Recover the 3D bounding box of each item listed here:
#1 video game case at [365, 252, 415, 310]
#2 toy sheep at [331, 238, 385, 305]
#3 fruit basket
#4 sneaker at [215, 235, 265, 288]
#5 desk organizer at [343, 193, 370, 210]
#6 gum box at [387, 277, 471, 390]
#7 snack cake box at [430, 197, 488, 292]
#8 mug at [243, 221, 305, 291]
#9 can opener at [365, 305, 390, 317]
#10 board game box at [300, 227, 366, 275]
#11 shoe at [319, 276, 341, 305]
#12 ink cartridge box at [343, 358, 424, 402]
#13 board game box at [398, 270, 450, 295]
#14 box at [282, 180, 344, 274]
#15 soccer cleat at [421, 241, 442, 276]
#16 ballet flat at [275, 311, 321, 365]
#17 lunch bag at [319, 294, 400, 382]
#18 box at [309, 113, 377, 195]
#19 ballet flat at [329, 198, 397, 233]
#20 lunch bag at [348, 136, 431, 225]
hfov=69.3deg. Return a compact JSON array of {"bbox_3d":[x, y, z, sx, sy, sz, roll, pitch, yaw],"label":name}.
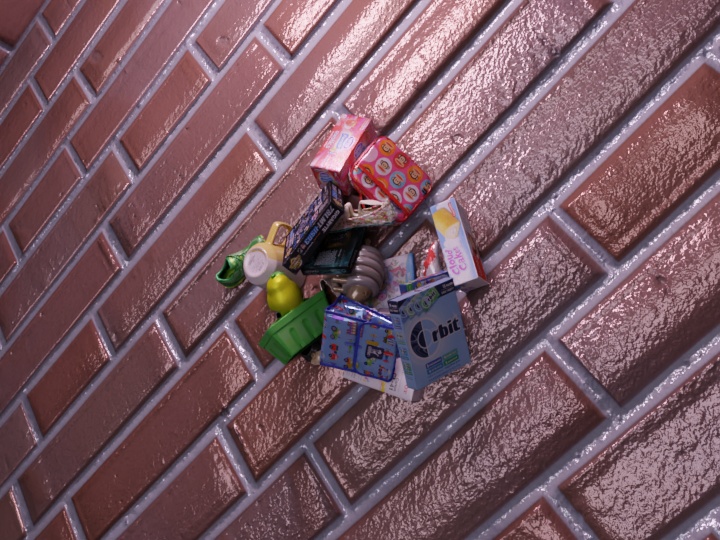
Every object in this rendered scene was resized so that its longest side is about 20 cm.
[{"bbox_3d":[0.052,0.042,1.366,0.196,0.018,0.146,-14,60,23],"label":"video game case"},{"bbox_3d":[0.000,0.000,1.327,0.135,0.138,0.204,-4,58,24],"label":"toy sheep"},{"bbox_3d":[-0.186,0.110,1.369,0.156,0.211,0.220,-49,56,58],"label":"fruit basket"},{"bbox_3d":[-0.354,-0.023,1.556,0.200,0.083,0.074,-45,66,12],"label":"sneaker"},{"bbox_3d":[-0.048,-0.109,1.431,0.076,0.071,0.204,22,91,24],"label":"desk organizer"},{"bbox_3d":[0.157,0.138,1.171,0.044,0.167,0.205,-2,104,59],"label":"gum box"},{"bbox_3d":[0.239,-0.059,1.259,0.066,0.115,0.205,-20,73,20],"label":"snack cake box"},{"bbox_3d":[-0.255,-0.027,1.471,0.146,0.152,0.191,-18,74,22],"label":"mug"},{"bbox_3d":[0.060,0.110,1.292,0.195,0.067,0.054,4,126,14],"label":"can opener"},{"bbox_3d":[-0.062,-0.070,1.316,0.132,0.028,0.203,-2,45,23],"label":"board game box"},{"bbox_3d":[-0.066,0.112,1.411,0.069,0.053,0.204,-27,71,19],"label":"shoe"},{"bbox_3d":[0.070,0.227,1.310,0.196,0.085,0.151,13,86,28],"label":"ink cartridge box"},{"bbox_3d":[0.169,0.115,1.226,0.034,0.133,0.205,0,103,60],"label":"board game box"},{"bbox_3d":[-0.119,-0.113,1.300,0.049,0.201,0.200,34,106,-17],"label":"box"},{"bbox_3d":[0.191,0.033,1.298,0.083,0.068,0.206,7,88,17],"label":"soccer cleat"},{"bbox_3d":[-0.173,0.189,1.448,0.200,0.057,0.067,44,101,25],"label":"ballet flat"},{"bbox_3d":[0.012,0.170,1.236,0.196,0.094,0.154,16,116,18],"label":"lunch bag"},{"bbox_3d":[-0.040,-0.315,1.409,0.098,0.096,0.203,17,64,26],"label":"box"},{"bbox_3d":[-0.005,-0.141,1.293,0.195,0.076,0.065,-7,117,17],"label":"ballet flat"},{"bbox_3d":[0.066,-0.220,1.340,0.200,0.082,0.177,42,82,-2],"label":"lunch bag"}]
